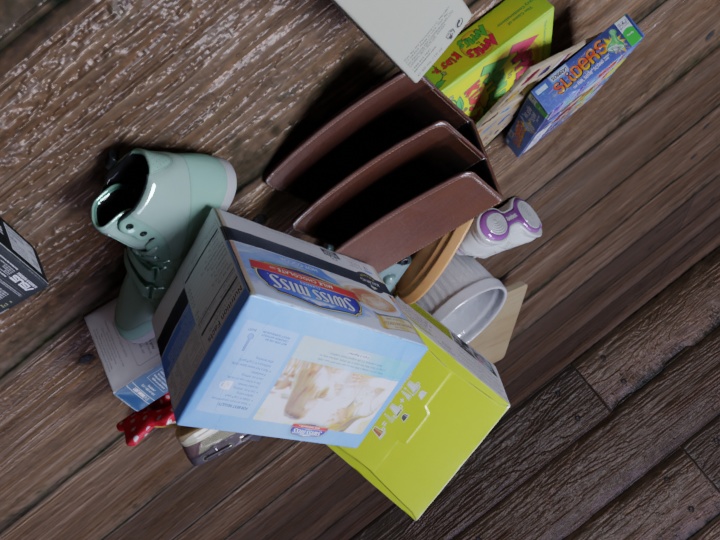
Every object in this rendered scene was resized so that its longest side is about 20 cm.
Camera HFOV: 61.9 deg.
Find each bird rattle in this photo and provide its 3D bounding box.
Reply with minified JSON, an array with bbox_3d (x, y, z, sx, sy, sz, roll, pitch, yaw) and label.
[{"bbox_3d":[-0.191,0.161,0.728,0.196,0.115,0.163,-20,165,-24],"label":"bird rattle"}]

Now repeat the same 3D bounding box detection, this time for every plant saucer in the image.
[{"bbox_3d":[0.094,-0.054,0.777,0.203,0.037,0.200,-60,-174,11],"label":"plant saucer"}]

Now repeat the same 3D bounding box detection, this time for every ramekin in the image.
[{"bbox_3d":[0.147,0.059,1.042,0.197,0.106,0.202,-29,152,-17],"label":"ramekin"}]

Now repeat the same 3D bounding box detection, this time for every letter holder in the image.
[{"bbox_3d":[0.017,-0.084,0.602,0.198,0.103,0.141,-30,151,28],"label":"letter holder"}]

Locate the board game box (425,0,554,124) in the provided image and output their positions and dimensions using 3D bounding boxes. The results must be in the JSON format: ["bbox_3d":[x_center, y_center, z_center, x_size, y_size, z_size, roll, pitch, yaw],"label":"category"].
[{"bbox_3d":[0.120,-0.207,0.665,0.198,0.048,0.102,-37,153,-3],"label":"board game box"}]

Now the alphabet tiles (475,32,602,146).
[{"bbox_3d":[0.179,-0.192,0.714,0.166,0.008,0.200,-34,174,-36],"label":"alphabet tiles"}]

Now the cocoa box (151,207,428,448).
[{"bbox_3d":[-0.064,0.059,0.545,0.197,0.132,0.135,20,112,-38],"label":"cocoa box"}]

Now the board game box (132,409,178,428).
[{"bbox_3d":[-0.197,0.141,0.827,0.199,0.035,0.135,-43,152,9],"label":"board game box"}]

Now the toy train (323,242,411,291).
[{"bbox_3d":[0.000,0.000,0.752,0.084,0.115,0.202,7,130,-39],"label":"toy train"}]

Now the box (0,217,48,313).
[{"bbox_3d":[-0.343,-0.009,0.411,0.158,0.044,0.201,-33,152,-10],"label":"box"}]

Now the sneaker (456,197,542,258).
[{"bbox_3d":[0.229,-0.068,1.008,0.197,0.076,0.099,-11,161,-42],"label":"sneaker"}]

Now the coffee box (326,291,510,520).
[{"bbox_3d":[0.065,0.174,0.852,0.201,0.199,0.198,-52,178,8],"label":"coffee box"}]

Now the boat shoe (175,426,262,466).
[{"bbox_3d":[-0.155,0.206,0.840,0.196,0.072,0.066,-23,110,-19],"label":"boat shoe"}]

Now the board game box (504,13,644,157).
[{"bbox_3d":[0.255,-0.218,0.748,0.134,0.035,0.200,-39,174,2],"label":"board game box"}]

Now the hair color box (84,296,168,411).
[{"bbox_3d":[-0.176,0.046,0.635,0.197,0.101,0.061,-32,152,-11],"label":"hair color box"}]

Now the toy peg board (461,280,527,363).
[{"bbox_3d":[0.228,0.112,1.262,0.197,0.098,0.203,-19,132,-34],"label":"toy peg board"}]

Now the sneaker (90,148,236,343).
[{"bbox_3d":[-0.201,-0.020,0.530,0.117,0.073,0.203,1,124,-60],"label":"sneaker"}]

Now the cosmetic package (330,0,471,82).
[{"bbox_3d":[-0.007,-0.228,0.421,0.071,0.106,0.199,-46,153,15],"label":"cosmetic package"}]
